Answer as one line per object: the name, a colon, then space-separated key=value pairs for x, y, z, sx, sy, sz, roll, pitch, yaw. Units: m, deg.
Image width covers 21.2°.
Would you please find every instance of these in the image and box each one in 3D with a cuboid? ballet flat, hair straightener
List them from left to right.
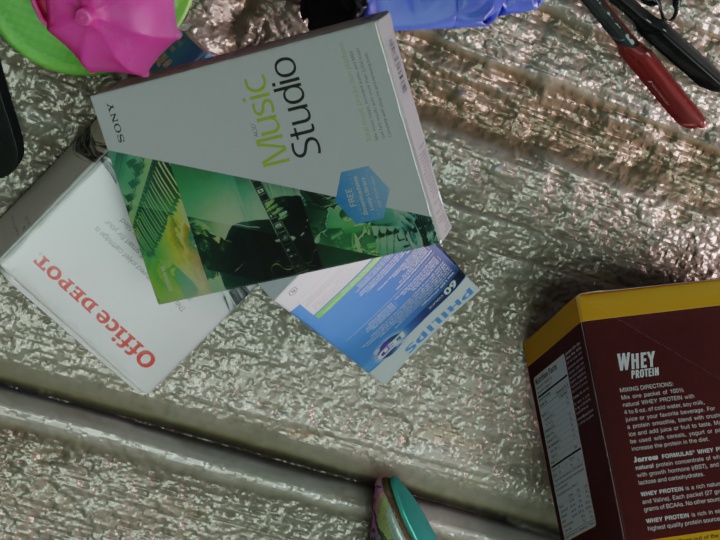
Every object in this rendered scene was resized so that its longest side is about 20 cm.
ballet flat: x=0.050 y=0.247 z=1.489 sx=0.071 sy=0.069 sz=0.200 roll=-30 pitch=116 yaw=17
hair straightener: x=0.204 y=-0.195 z=1.400 sx=0.200 sy=0.041 sz=0.077 roll=43 pitch=77 yaw=-19

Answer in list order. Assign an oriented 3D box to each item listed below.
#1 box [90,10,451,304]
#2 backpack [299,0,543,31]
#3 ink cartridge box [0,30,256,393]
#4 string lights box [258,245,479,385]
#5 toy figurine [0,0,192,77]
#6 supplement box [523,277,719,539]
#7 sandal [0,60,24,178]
box: x=-0.057 y=-0.068 z=1.201 sx=0.199 sy=0.036 sz=0.145 roll=-12 pitch=103 yaw=21
backpack: x=0.038 y=-0.259 z=1.260 sx=0.167 sy=0.162 sz=0.201 roll=-5 pitch=97 yaw=-21
ink cartridge box: x=-0.134 y=-0.040 z=1.319 sx=0.200 sy=0.086 sz=0.146 roll=-44 pitch=115 yaw=2
string lights box: x=0.000 y=0.000 z=1.330 sx=0.103 sy=0.059 sz=0.200 roll=-45 pitch=151 yaw=1
toy figurine: x=-0.136 y=-0.188 z=1.215 sx=0.199 sy=0.184 sz=0.151 roll=-24 pitch=113 yaw=-8
supplement box: x=0.247 y=0.119 z=1.412 sx=0.197 sy=0.133 sz=0.201 roll=-6 pitch=75 yaw=-14
sandal: x=-0.271 y=-0.145 z=1.251 sx=0.075 sy=0.045 sz=0.201 roll=-5 pitch=116 yaw=22
